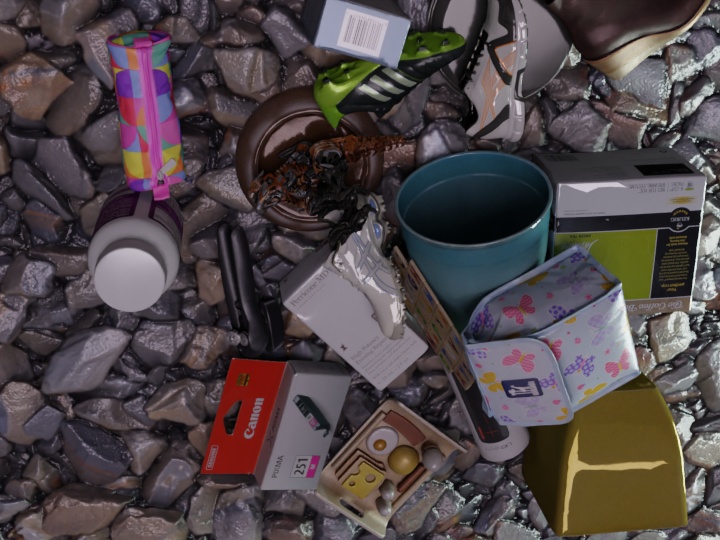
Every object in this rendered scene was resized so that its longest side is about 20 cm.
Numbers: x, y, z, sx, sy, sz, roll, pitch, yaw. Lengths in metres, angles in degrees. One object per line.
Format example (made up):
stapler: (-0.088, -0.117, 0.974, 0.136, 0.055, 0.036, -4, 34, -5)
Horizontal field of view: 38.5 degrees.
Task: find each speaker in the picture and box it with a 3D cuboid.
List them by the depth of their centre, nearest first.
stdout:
speaker: (0.180, 0.178, 1.500, 0.081, 0.081, 0.201, -22, 115, 3)

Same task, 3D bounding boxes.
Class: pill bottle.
pill bottle: (-0.280, -0.028, 1.287, 0.111, 0.200, 0.113, -2, 114, -6)

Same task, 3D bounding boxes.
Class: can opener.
can opener: (-0.162, 0.030, 1.413, 0.063, 0.079, 0.201, 1, 116, 35)

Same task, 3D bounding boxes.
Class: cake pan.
cake pan: (0.184, -0.306, 1.313, 0.199, 0.037, 0.202, -3, 114, -6)

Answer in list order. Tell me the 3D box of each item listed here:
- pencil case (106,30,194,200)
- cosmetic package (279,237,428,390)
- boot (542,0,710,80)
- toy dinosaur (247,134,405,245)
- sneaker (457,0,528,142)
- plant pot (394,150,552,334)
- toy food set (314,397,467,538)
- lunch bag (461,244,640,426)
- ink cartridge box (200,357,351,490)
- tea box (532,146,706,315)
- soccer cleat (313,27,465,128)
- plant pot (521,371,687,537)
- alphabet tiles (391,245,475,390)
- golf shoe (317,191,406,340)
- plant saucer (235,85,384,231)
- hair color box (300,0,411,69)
pencil case: (-0.263, -0.195, 1.281, 0.088, 0.088, 0.201, -7, 113, -4)
cosmetic package: (-0.009, 0.062, 1.430, 0.102, 0.074, 0.200, -43, 113, 11)
boot: (0.337, -0.348, 1.271, 0.200, 0.072, 0.166, -45, 126, 9)
toy dinosaur: (-0.043, -0.119, 1.288, 0.200, 0.136, 0.102, -37, 147, 23)
sneaker: (0.162, -0.253, 1.273, 0.079, 0.074, 0.201, -4, 113, -3)
plant pot: (0.156, -0.024, 1.358, 0.199, 0.201, 0.189, -13, 130, -1)
toy food set: (0.045, 0.299, 1.546, 0.143, 0.060, 0.200, 36, 104, -20)
lunch bag: (0.233, 0.098, 1.285, 0.199, 0.127, 0.170, -27, 128, -5)
ink cartridge box: (-0.121, 0.222, 1.478, 0.173, 0.044, 0.201, 6, 114, -29)
tea box: (0.338, -0.051, 1.390, 0.198, 0.134, 0.198, -3, 113, -5)
soccer cleat: (0.039, -0.241, 1.288, 0.199, 0.068, 0.081, -19, 130, 6)
plant pot: (0.351, 0.242, 1.494, 0.193, 0.196, 0.201, -3, 107, -6)
alphabet tiles: (0.094, 0.065, 1.371, 0.006, 0.167, 0.201, -29, 77, -10)
golf shoe: (0.000, 0.000, 1.350, 0.097, 0.078, 0.201, -15, 89, -13)
plant saucer: (-0.065, -0.140, 1.358, 0.199, 0.032, 0.202, -3, 114, -7)
hair color box: (-0.010, -0.295, 1.204, 0.098, 0.200, 0.061, 13, 111, -13)
